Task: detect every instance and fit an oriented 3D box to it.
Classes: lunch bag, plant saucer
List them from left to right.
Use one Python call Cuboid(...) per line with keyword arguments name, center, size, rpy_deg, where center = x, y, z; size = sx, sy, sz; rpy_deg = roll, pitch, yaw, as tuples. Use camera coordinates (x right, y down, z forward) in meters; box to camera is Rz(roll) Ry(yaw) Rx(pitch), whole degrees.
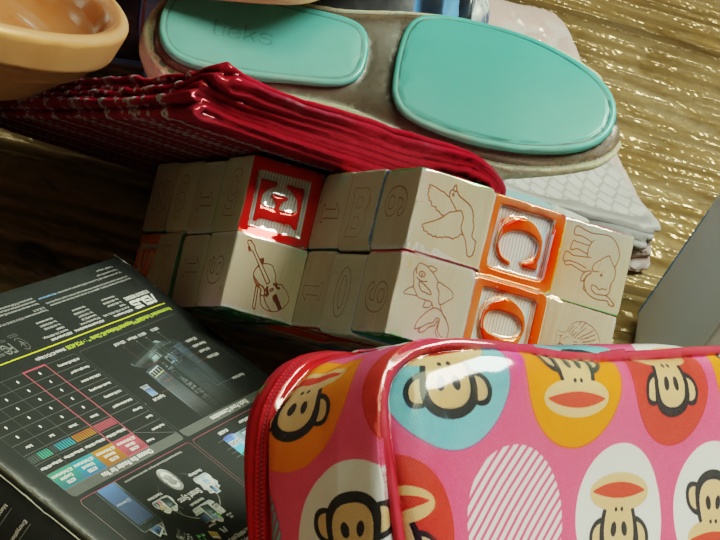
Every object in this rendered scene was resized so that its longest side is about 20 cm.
Cuboid(name="plant saucer", center=(-0.182, -0.112, 0.842), size=(0.199, 0.038, 0.200), rpy_deg=(23, 16, -7))
Cuboid(name="lunch bag", center=(0.057, 0.111, 0.703), size=(0.199, 0.082, 0.177), rpy_deg=(6, 77, -45))

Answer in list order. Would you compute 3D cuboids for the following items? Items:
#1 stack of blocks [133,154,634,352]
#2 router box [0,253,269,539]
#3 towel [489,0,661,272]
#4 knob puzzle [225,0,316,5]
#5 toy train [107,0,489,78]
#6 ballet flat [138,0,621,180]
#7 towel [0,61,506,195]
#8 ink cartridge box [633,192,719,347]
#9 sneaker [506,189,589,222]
Cuboid(name="stack of blocks", center=(0.000, 0.000, 0.863), size=(0.115, 0.059, 0.200), rpy_deg=(16, -5, -23))
Cuboid(name="router box", center=(-0.077, 0.075, 0.762), size=(0.150, 0.062, 0.200), rpy_deg=(37, 17, 11))
Cuboid(name="towel", center=(0.040, -0.087, 1.142), size=(0.199, 0.032, 0.192), rpy_deg=(11, 37, -28))
Cuboid(name="knob puzzle", center=(-0.054, -0.160, 0.982), size=(0.218, 0.031, 0.220), rpy_deg=(0, 27, 0))
Cuboid(name="toy train", center=(-0.044, -0.116, 1.017), size=(0.199, 0.087, 0.114), rpy_deg=(8, 21, 6))
Cuboid(name="ballet flat", center=(0.009, -0.072, 0.941), size=(0.199, 0.062, 0.068), rpy_deg=(15, 62, 6))
Cuboid(name="towel", center=(-0.053, -0.051, 0.903), size=(0.144, 0.023, 0.199), rpy_deg=(17, -7, -35))
Cuboid(name="ink cartridge box", center=(0.233, 0.053, 1.018), size=(0.199, 0.129, 0.125), rpy_deg=(27, 33, -6))
Cuboid(name="sneaker", center=(0.047, 0.024, 0.972), size=(0.081, 0.074, 0.200), rpy_deg=(20, 25, -2))
